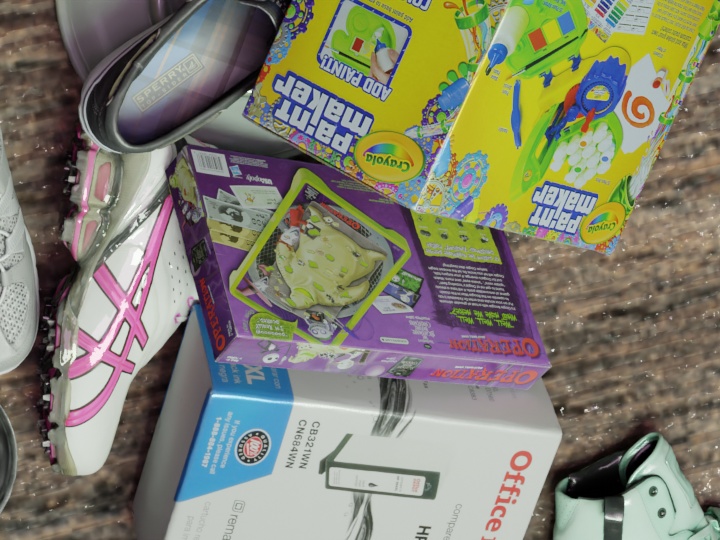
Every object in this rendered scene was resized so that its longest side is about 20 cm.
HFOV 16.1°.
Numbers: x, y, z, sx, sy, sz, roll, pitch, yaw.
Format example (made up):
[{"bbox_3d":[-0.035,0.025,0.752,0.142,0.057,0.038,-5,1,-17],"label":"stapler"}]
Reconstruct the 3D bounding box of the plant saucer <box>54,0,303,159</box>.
[{"bbox_3d":[-0.059,-0.148,1.338,0.200,0.050,0.200,-4,106,-13],"label":"plant saucer"}]

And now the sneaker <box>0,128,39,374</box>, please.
[{"bbox_3d":[-0.214,-0.034,1.315,0.075,0.082,0.200,-16,108,-8],"label":"sneaker"}]

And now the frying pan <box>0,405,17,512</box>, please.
[{"bbox_3d":[-0.213,0.120,1.386,0.190,0.031,0.115,30,97,-22],"label":"frying pan"}]

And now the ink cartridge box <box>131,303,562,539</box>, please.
[{"bbox_3d":[-0.009,0.109,1.381,0.200,0.084,0.146,8,121,-17],"label":"ink cartridge box"}]

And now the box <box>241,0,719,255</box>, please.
[{"bbox_3d":[0.076,-0.126,1.287,0.200,0.122,0.193,11,105,-57],"label":"box"}]

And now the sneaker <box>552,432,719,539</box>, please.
[{"bbox_3d":[0.206,0.149,1.467,0.200,0.074,0.118,-9,113,-8],"label":"sneaker"}]

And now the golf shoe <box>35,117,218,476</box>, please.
[{"bbox_3d":[-0.123,0.020,1.352,0.092,0.073,0.200,8,108,-13],"label":"golf shoe"}]

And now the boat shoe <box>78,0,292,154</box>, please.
[{"bbox_3d":[-0.056,-0.127,1.280,0.200,0.066,0.070,-36,111,-5],"label":"boat shoe"}]

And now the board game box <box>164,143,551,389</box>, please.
[{"bbox_3d":[0.000,0.000,1.331,0.200,0.120,0.032,8,137,-34],"label":"board game box"}]
